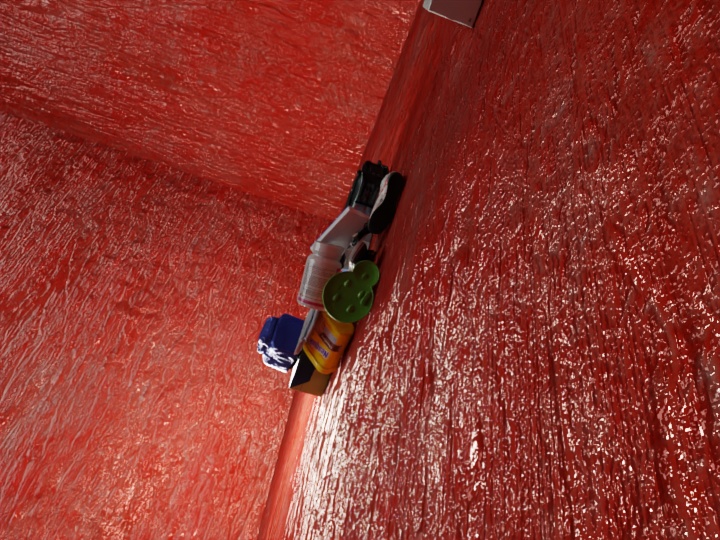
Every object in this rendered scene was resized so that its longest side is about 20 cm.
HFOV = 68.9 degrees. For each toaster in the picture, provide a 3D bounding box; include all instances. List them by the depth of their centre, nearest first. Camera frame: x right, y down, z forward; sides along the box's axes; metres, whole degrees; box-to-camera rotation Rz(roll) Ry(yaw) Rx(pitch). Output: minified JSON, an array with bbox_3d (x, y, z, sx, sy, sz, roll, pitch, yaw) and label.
[{"bbox_3d":[0.043,-0.327,1.997,0.201,0.112,0.130,-86,13,-55],"label":"toaster"}]

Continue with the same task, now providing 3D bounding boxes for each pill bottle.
[{"bbox_3d":[-0.123,0.015,1.643,0.113,0.112,0.203,-125,49,-81],"label":"pill bottle"}]

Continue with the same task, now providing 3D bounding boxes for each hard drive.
[{"bbox_3d":[-0.053,-0.113,1.697,0.200,0.131,0.026,-44,46,27],"label":"hard drive"}]

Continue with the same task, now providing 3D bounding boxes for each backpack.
[{"bbox_3d":[0.016,-0.219,1.796,0.178,0.149,0.202,-122,57,-84],"label":"backpack"},{"bbox_3d":[-0.290,0.263,1.923,0.201,0.166,0.164,116,176,-54],"label":"backpack"}]

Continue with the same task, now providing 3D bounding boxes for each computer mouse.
[{"bbox_3d":[-0.024,-0.062,1.684,0.110,0.044,0.201,-49,-5,-46],"label":"computer mouse"}]

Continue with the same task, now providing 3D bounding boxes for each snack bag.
[{"bbox_3d":[-0.168,0.165,1.775,0.201,0.021,0.190,122,168,-47],"label":"snack bag"}]

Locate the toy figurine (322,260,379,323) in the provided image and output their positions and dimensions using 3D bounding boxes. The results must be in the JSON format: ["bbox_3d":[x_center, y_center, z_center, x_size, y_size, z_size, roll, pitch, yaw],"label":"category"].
[{"bbox_3d":[-0.023,0.074,1.600,0.201,0.150,0.184,-52,-6,-10],"label":"toy figurine"}]

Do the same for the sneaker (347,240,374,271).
[{"bbox_3d":[0.008,-0.021,1.634,0.079,0.079,0.200,-52,-12,-21],"label":"sneaker"}]

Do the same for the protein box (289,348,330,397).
[{"bbox_3d":[-0.178,0.339,2.046,0.201,0.133,0.200,-84,14,-57],"label":"protein box"}]

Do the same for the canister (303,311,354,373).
[{"bbox_3d":[-0.108,0.227,1.767,0.149,0.086,0.201,49,133,28],"label":"canister"}]

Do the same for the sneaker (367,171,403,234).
[{"bbox_3d":[0.079,-0.214,1.645,0.108,0.066,0.203,-98,29,-76],"label":"sneaker"}]

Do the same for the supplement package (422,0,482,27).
[{"bbox_3d":[0.238,-0.701,1.322,0.201,0.120,0.121,-87,16,-61],"label":"supplement package"}]

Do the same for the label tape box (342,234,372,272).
[{"bbox_3d":[-0.017,-0.056,2.016,0.144,0.063,0.203,143,143,-77],"label":"label tape box"}]

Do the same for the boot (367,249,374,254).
[{"bbox_3d":[0.000,0.000,1.806,0.200,0.076,0.140,143,132,-82],"label":"boot"}]
